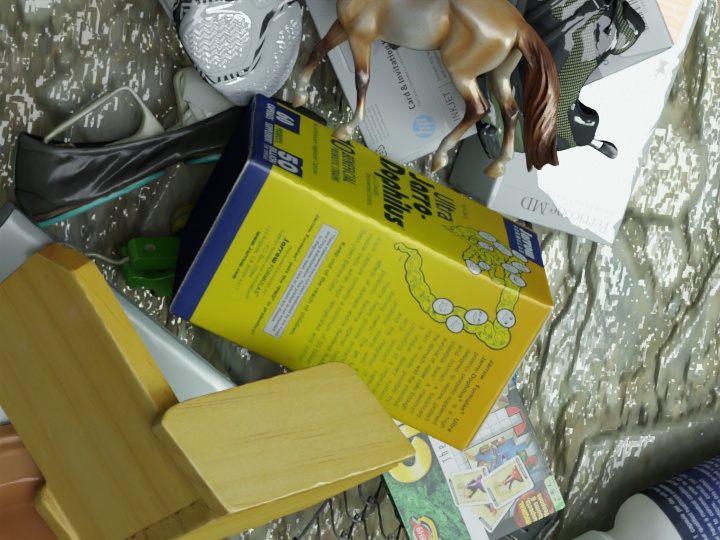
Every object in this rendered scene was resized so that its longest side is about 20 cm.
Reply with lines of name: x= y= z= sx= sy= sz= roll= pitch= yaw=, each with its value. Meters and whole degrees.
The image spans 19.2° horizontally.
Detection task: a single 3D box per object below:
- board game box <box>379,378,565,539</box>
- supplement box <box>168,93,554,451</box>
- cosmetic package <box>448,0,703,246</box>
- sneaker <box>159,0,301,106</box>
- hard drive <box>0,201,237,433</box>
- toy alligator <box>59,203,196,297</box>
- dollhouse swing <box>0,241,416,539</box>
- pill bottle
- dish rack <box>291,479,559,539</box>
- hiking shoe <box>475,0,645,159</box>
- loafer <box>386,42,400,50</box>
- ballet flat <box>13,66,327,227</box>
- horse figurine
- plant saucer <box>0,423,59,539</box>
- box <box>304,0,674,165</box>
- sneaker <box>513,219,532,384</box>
board game box: x=0.047 y=0.081 z=1.352 sx=0.104 sy=0.023 sz=0.201 roll=-24 pitch=96 yaw=-6
supplement box: x=0.000 y=0.000 z=1.255 sx=0.199 sy=0.109 sz=0.110 roll=26 pitch=112 yaw=-13
cosmetic package: x=0.144 y=-0.129 z=1.378 sx=0.101 sy=0.071 sz=0.202 roll=15 pitch=100 yaw=-23
sneaker: x=-0.102 y=-0.197 z=1.255 sx=0.075 sy=0.115 sz=0.201 roll=-31 pitch=129 yaw=-8
hard drive: x=-0.187 y=0.069 z=1.342 sx=0.200 sy=0.026 sz=0.132 roll=41 pitch=89 yaw=-25
toy alligator: x=-0.109 y=-0.002 z=1.337 sx=0.198 sy=0.060 sz=0.054 roll=-6 pitch=149 yaw=-19
dollhouse swing: x=-0.107 y=0.069 z=1.248 sx=0.181 sy=0.200 sz=0.177 roll=-14 pitch=79 yaw=-33
pill bottle: x=0.248 y=0.194 z=1.486 sx=0.199 sy=0.116 sz=0.117 roll=-23 pitch=112 yaw=-12
dish rack: x=0.030 y=0.196 z=1.405 sx=0.153 sy=0.055 sz=0.201 roll=30 pitch=114 yaw=-13
hiking shoe: x=0.118 y=-0.165 z=1.253 sx=0.100 sy=0.076 sz=0.202 roll=2 pitch=108 yaw=-4
loafer: x=-0.031 y=-0.211 z=1.253 sx=0.199 sy=0.073 sz=0.073 roll=37 pitch=102 yaw=1
ballet flat: x=-0.118 y=-0.085 z=1.302 sx=0.198 sy=0.068 sz=0.069 roll=-18 pitch=99 yaw=-14
horse figurine: x=0.036 y=-0.127 z=1.216 sx=0.198 sy=0.050 sz=0.134 roll=21 pitch=118 yaw=15
plant saucer: x=-0.207 y=0.192 z=1.347 sx=0.198 sy=0.038 sz=0.202 roll=-5 pitch=115 yaw=-11
box: x=0.072 y=-0.170 z=1.305 sx=0.199 sy=0.041 sz=0.157 roll=-23 pitch=96 yaw=5
sneaker: x=0.065 y=0.057 z=1.416 sx=0.086 sy=0.075 sz=0.202 roll=7 pitch=109 yaw=7
